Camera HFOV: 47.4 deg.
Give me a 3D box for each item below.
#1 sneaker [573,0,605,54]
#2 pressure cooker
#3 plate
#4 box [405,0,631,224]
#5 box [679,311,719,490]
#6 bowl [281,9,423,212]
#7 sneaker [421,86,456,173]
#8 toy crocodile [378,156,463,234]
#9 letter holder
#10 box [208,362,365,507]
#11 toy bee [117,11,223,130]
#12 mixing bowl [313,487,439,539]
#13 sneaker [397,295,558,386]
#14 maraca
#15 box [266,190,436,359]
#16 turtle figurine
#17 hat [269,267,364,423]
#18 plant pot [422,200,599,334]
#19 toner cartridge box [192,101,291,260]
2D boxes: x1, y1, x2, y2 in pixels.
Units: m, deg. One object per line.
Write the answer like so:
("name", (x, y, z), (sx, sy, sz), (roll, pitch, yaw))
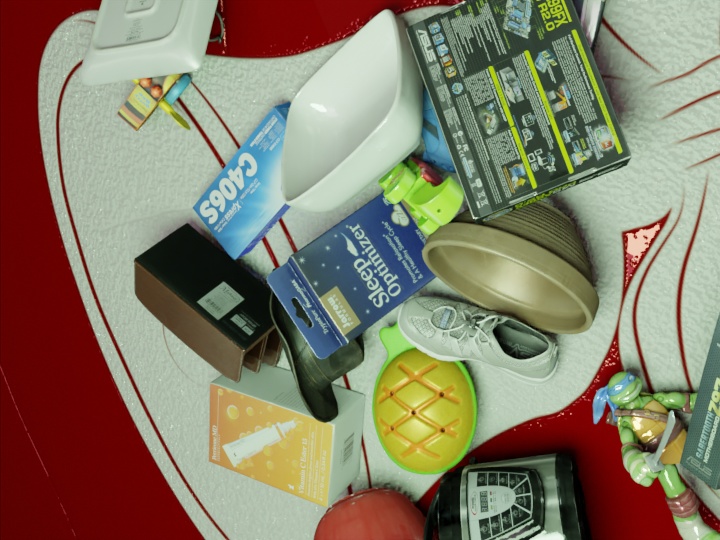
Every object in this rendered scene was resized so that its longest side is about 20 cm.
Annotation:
("sneaker", (0.169, -0.207, 0.861), (0.143, 0.077, 0.208), (11, 101, 12))
("pressure cooker", (0.167, 0.314, 0.953), (0.195, 0.175, 0.183), (-11, 87, 18))
("plate", (-0.262, -0.334, 1.024), (0.195, 0.032, 0.205), (0, 70, 27))
("box", (0.149, -0.168, 0.790), (0.157, 0.044, 0.204), (-21, 83, 9))
("box", (0.405, 0.113, 0.779), (0.051, 0.195, 0.162), (38, 127, 56))
("bowl", (-0.002, -0.168, 0.927), (0.074, 0.203, 0.199), (30, 131, -30))
("sneaker", (0.119, -0.127, 0.896), (0.079, 0.065, 0.201), (-53, 51, 23))
("toy crocodile", (0.065, -0.092, 0.899), (0.067, 0.200, 0.062), (39, 99, -13))
("letter holder", (-0.206, 0.063, 1.117), (0.198, 0.100, 0.144), (37, 139, 16))
("box", (-0.103, 0.219, 1.131), (0.196, 0.097, 0.128), (13, 111, 24))
("toy bee", (-0.270, -0.248, 1.062), (0.129, 0.110, 0.202), (25, 129, -2))
("mixing bowl", (0.012, 0.358, 1.078), (0.200, 0.198, 0.110), (-43, 54, 30))
("sneaker", (0.139, 0.067, 0.950), (0.195, 0.076, 0.082), (15, 155, 8))
("maraca", (0.078, 0.148, 1.013), (0.134, 0.107, 0.206), (-3, 86, 16))
("box", (0.000, 0.000, 0.969), (0.122, 0.198, 0.032), (54, 163, 1))
("turtle figurine", (0.348, 0.189, 0.852), (0.198, 0.144, 0.196), (-30, 98, 42))
("hat", (-0.042, 0.080, 1.028), (0.079, 0.201, 0.205), (-21, 95, 8))
("plant pot", (0.172, -0.018, 0.891), (0.197, 0.201, 0.094), (20, 74, 21))
("toner cartridge box", (-0.131, -0.114, 1.077), (0.095, 0.043, 0.200), (48, 121, 4))
